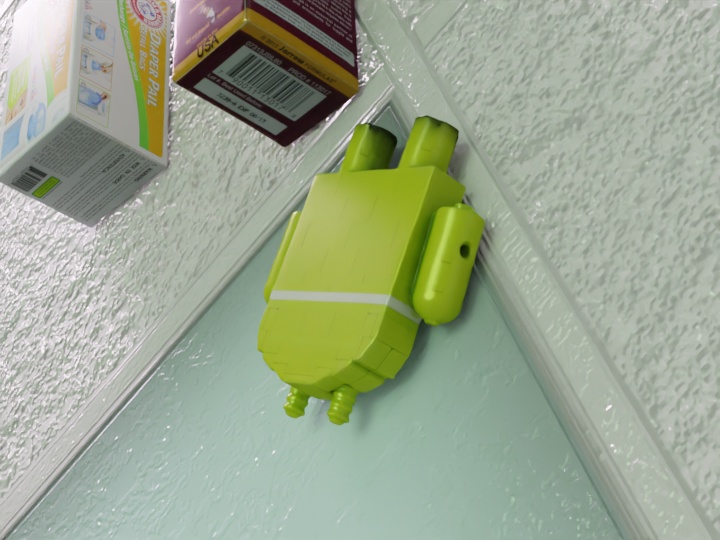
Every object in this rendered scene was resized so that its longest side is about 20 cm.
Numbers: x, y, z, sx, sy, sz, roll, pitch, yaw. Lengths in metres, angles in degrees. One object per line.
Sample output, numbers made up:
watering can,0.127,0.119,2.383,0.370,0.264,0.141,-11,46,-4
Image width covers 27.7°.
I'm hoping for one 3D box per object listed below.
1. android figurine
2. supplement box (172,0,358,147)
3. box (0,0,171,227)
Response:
android figurine,0.000,0.000,0.927,0.181,0.041,0.202,-2,66,50
supplement box,-0.070,-0.210,1.089,0.085,0.110,0.201,-32,45,34
box,-0.237,-0.161,1.267,0.112,0.101,0.201,-33,45,33
